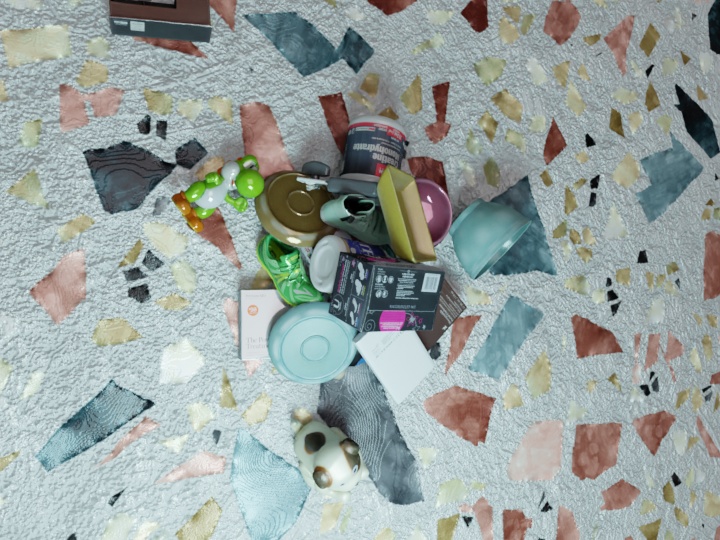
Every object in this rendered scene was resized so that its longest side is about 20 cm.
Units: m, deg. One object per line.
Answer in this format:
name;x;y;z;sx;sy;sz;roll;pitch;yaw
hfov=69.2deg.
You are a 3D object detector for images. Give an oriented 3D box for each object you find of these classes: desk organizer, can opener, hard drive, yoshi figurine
desk organizer;-0.415;-0.536;1.086;0.198;0.072;0.078;-5;87;-22
can opener;-0.048;-0.194;1.127;0.198;0.053;0.067;15;95;20
hard drive;0.079;0.188;1.182;0.132;0.027;0.201;-42;117;-18
yoshi figurine;-0.284;-0.165;1.098;0.200;0.112;0.112;-40;102;-14

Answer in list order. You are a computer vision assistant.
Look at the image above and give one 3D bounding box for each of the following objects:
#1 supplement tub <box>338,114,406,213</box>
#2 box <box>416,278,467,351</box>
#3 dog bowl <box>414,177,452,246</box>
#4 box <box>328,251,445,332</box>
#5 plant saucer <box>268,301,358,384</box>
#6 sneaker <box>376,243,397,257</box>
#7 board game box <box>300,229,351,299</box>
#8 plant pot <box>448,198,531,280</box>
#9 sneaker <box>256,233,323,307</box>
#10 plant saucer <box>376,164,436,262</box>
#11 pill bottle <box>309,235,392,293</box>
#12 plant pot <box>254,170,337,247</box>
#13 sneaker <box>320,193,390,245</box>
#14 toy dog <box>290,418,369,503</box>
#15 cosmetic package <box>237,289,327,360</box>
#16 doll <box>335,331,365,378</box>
supplement tub;0.025;-0.242;1.210;0.139;0.140;0.202;12;83;-21
box;0.158;0.121;1.286;0.200;0.075;0.100;-45;105;-15
dog bowl;0.140;-0.138;1.288;0.198;0.074;0.203;1;87;-22
box;0.053;0.041;1.040;0.199;0.114;0.134;4;101;-41
plant saucer;-0.099;0.164;1.127;0.198;0.027;0.202;-4;111;-11
sneaker;0.062;-0.013;1.254;0.079;0.077;0.201;-33;100;-10
board game box;-0.040;0.001;1.208;0.126;0.034;0.201;-39;103;-42
plant pot;0.306;-0.093;1.304;0.200;0.201;0.134;-40;74;-18
sneaker;-0.154;0.002;1.127;0.200;0.084;0.074;48;53;11
plant saucer;0.094;-0.109;1.111;0.048;0.200;0.202;-17;86;21
pill bottle;0.000;0.000;1.137;0.199;0.119;0.121;12;83;-40
plant pot;-0.135;-0.145;1.161;0.198;0.028;0.202;11;60;-20
sneaker;0.023;-0.108;1.137;0.199;0.118;0.075;15;78;-27
toy dog;-0.061;0.397;1.119;0.139;0.200;0.195;-32;100;-20
cosmetic package;-0.172;0.118;1.168;0.198;0.052;0.153;0;85;-22
doll;-0.003;0.170;1.203;0.136;0.048;0.201;32;98;-41
